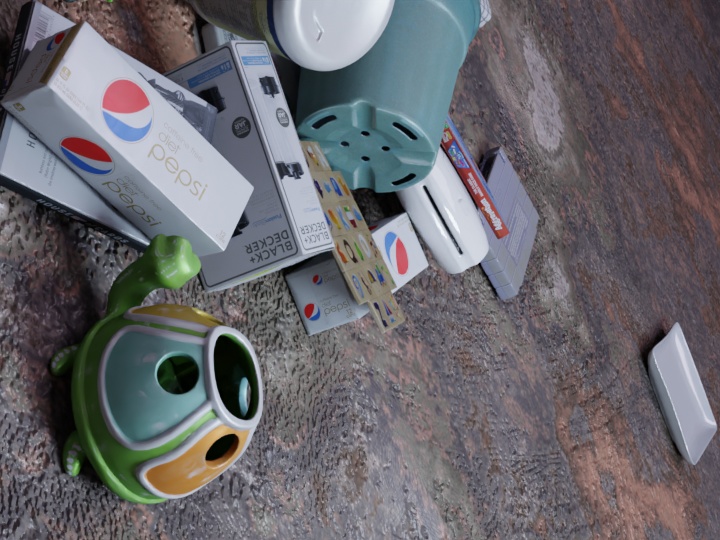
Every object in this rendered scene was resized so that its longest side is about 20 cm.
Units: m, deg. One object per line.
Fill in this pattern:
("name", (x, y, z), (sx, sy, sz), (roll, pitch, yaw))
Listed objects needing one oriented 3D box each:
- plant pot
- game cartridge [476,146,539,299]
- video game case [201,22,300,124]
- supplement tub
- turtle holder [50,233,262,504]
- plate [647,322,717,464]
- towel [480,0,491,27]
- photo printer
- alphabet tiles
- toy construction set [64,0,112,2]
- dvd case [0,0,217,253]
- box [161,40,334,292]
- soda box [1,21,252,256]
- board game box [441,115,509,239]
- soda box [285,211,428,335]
("plant pot", (0.017, -0.202, 1.460), (0.200, 0.199, 0.198), (43, 47, -42))
("game cartridge", (0.188, -0.064, 1.882), (0.130, 0.038, 0.201), (62, 28, -24))
("video game case", (-0.086, -0.141, 1.442), (0.182, 0.024, 0.202), (11, 63, -59))
("supplement tub", (-0.079, -0.284, 1.324), (0.144, 0.199, 0.146), (-26, 130, -35))
("turtle holder", (-0.144, 0.082, 1.083), (0.141, 0.131, 0.187), (47, 36, -36))
("plate", (0.529, 0.204, 2.332), (0.200, 0.032, 0.201), (-27, 96, -62))
("towel", (0.100, -0.434, 1.903), (0.165, 0.085, 0.202), (31, 46, -53))
("photo printer", (0.083, -0.094, 1.608), (0.167, 0.069, 0.200), (60, 9, -20))
("alphabet tiles", (-0.012, -0.035, 1.355), (0.201, 0.006, 0.166), (64, 14, 1))
("toy construction set", (-0.240, -0.311, 1.211), (0.200, 0.092, 0.132), (43, 37, -25))
("dvd case", (-0.206, -0.107, 1.142), (0.199, 0.025, 0.152), (28, 62, -41))
("box", (-0.112, -0.094, 1.267), (0.060, 0.116, 0.202), (-17, 89, -62))
("soda box", (-0.178, -0.096, 1.094), (0.200, 0.063, 0.069), (44, 52, -32))
("board game box", (0.116, -0.132, 1.620), (0.200, 0.019, 0.103), (54, 13, -44))
("soda box", (0.000, 0.000, 1.468), (0.200, 0.063, 0.069), (-35, 104, -62))
